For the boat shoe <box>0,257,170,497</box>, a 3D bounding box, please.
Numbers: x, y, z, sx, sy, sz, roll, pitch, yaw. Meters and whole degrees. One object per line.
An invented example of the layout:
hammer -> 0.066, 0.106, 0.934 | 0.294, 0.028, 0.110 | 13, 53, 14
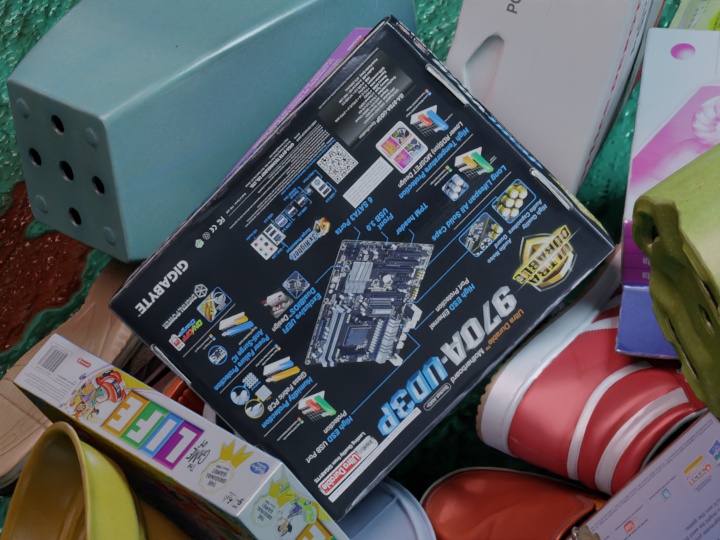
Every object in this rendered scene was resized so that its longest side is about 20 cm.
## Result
boat shoe -> -0.138, 0.054, 1.591 | 0.072, 0.065, 0.200 | 13, 57, 46

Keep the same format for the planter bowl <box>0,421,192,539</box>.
planter bowl -> -0.121, 0.178, 1.386 | 0.083, 0.201, 0.201 | 9, 42, -18

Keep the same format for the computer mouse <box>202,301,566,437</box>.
computer mouse -> 0.010, 0.047, 1.471 | 0.199, 0.110, 0.044 | -25, 1, -5

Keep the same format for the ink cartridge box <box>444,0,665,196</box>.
ink cartridge box -> 0.107, -0.133, 1.489 | 0.082, 0.147, 0.200 | 20, 32, 7

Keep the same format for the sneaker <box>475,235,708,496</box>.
sneaker -> 0.160, 0.039, 1.421 | 0.112, 0.071, 0.200 | 28, 59, 32

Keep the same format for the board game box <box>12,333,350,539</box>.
board game box -> -0.071, 0.111, 1.396 | 0.034, 0.135, 0.200 | -49, 39, -13

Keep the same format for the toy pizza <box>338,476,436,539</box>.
toy pizza -> -0.042, 0.186, 1.435 | 0.200, 0.032, 0.201 | -23, 42, 22

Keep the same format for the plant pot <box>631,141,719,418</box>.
plant pot -> 0.227, -0.015, 1.250 | 0.189, 0.201, 0.200 | -24, 42, -9

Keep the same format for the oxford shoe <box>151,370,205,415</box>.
oxford shoe -> -0.107, 0.086, 1.544 | 0.200, 0.071, 0.072 | -43, 32, -15

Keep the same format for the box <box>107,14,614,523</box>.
box -> 0.000, 0.000, 1.406 | 0.200, 0.159, 0.046 | -46, 4, 8

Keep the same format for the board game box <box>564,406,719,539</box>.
board game box -> 0.118, 0.165, 1.301 | 0.200, 0.019, 0.103 | -45, 54, 21

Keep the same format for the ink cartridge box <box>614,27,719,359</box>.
ink cartridge box -> 0.229, -0.038, 1.411 | 0.195, 0.043, 0.200 | 3, 46, 8

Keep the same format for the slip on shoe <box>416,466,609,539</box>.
slip on shoe -> 0.103, 0.134, 1.377 | 0.200, 0.061, 0.074 | 21, 68, 43

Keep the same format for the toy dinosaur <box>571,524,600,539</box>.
toy dinosaur -> 0.060, 0.203, 1.279 | 0.135, 0.086, 0.201 | -34, 76, 40

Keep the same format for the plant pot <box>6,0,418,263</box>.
plant pot -> -0.085, -0.095, 1.580 | 0.200, 0.142, 0.141 | -29, 36, -34

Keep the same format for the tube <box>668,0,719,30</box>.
tube -> 0.252, -0.140, 1.539 | 0.199, 0.052, 0.058 | 5, 15, 40

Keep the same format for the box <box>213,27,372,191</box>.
box -> -0.014, -0.010, 1.518 | 0.200, 0.137, 0.039 | -50, 25, -16
